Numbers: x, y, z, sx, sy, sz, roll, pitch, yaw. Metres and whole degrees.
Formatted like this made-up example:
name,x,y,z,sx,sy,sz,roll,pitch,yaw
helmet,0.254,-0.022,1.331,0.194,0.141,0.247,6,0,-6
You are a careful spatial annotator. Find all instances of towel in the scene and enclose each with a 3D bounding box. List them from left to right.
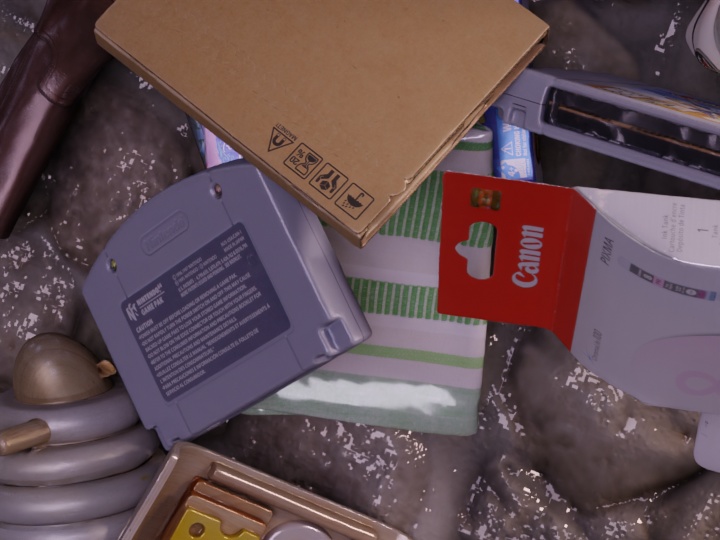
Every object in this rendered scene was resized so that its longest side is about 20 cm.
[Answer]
name,x,y,z,sx,sy,sz,roll,pitch,yaw
towel,0.000,0.000,1.313,0.152,0.023,0.201,6,115,5

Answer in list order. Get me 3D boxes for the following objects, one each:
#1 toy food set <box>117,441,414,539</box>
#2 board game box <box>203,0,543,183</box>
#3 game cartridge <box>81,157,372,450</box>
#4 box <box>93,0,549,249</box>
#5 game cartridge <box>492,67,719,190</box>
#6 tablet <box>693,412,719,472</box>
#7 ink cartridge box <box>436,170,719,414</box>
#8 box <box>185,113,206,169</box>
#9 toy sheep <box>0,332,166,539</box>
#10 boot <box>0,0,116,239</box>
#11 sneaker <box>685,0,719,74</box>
name,x,y,z,sx,sy,sz,roll,pitch,yaw
toy food set,-0.066,0.202,1.356,0.199,0.060,0.144,26,101,-26
board game box,0.001,-0.142,1.330,0.198,0.041,0.201,-5,90,11
game cartridge,-0.083,0.014,1.297,0.200,0.041,0.134,-31,87,47
box,-0.022,-0.131,1.235,0.200,0.021,0.164,38,75,17
game cartridge,0.184,-0.075,1.247,0.199,0.133,0.042,20,107,31
tablet,0.267,0.050,1.283,0.129,0.014,0.201,13,128,12
ink cartridge box,0.140,0.016,1.213,0.199,0.163,0.057,3,60,2
box,-0.016,-0.046,1.379,0.136,0.040,0.201,-21,88,12
toy sheep,-0.181,0.135,1.383,0.137,0.138,0.201,1,105,13
boot,-0.186,-0.091,1.358,0.064,0.186,0.200,30,97,-22
sneaker,0.250,-0.186,1.229,0.200,0.088,0.074,-43,107,-8
